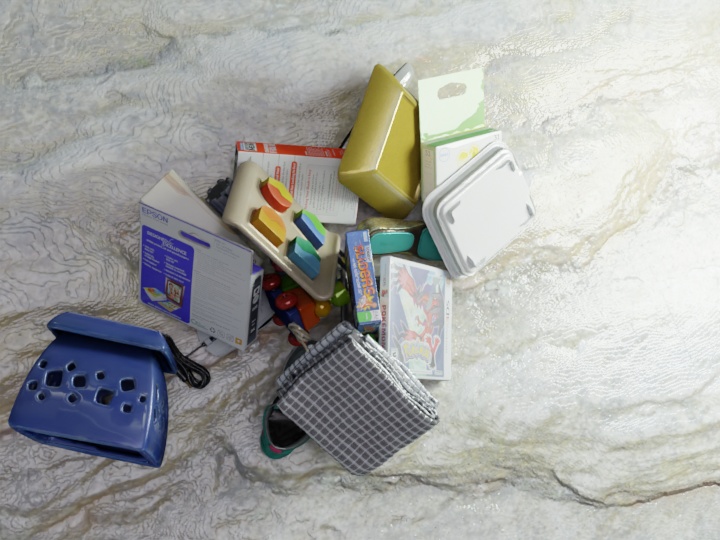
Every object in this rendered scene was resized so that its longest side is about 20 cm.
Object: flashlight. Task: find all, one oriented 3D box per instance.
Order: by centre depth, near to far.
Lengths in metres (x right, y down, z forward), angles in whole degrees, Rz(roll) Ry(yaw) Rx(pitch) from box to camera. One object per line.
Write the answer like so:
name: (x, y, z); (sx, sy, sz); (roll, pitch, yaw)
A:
flashlight: (-0.158, -0.063, 1.602); (0.068, 0.068, 0.200); (-38, 120, 17)

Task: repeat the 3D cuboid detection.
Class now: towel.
towel: (-0.007, 0.189, 1.484); (0.165, 0.086, 0.200); (-39, 108, 24)

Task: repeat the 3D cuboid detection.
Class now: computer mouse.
computer mouse: (-0.218, 0.093, 1.620); (0.200, 0.044, 0.110); (-38, 90, -13)

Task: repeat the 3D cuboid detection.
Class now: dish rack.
dish rack: (0.205, -0.095, 1.679); (0.200, 0.043, 0.172); (-40, 122, -20)

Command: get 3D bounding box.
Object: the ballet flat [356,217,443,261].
ballet flat: (0.082, -0.057, 1.684); (0.199, 0.071, 0.071); (2, 82, -28)

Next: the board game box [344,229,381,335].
board game box: (0.001, 0.024, 1.537); (0.034, 0.200, 0.136); (-8, 82, -3)

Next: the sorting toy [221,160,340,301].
sorting toy: (-0.109, -0.066, 1.536); (0.200, 0.185, 0.036); (39, 117, -20)

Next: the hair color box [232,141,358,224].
hair color box: (-0.103, -0.140, 1.641); (0.199, 0.064, 0.111); (3, 113, -12)

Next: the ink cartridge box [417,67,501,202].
ink cartridge box: (0.162, -0.216, 1.667); (0.145, 0.048, 0.201); (-18, 117, -32)

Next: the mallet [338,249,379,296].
mallet: (0.000, 0.000, 1.660); (0.066, 0.041, 0.200); (-36, 88, -16)

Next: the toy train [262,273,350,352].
toy train: (-0.064, 0.056, 1.540); (0.115, 0.200, 0.085); (-26, 122, -14)

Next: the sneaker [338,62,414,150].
sneaker: (0.043, -0.245, 1.704); (0.085, 0.073, 0.200); (34, 89, -8)

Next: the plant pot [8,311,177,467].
plant pot: (-0.374, 0.172, 1.498); (0.199, 0.200, 0.181); (11, 73, 0)

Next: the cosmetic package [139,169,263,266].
cosmetic package: (-0.248, -0.056, 1.603); (0.200, 0.105, 0.071); (46, 79, -4)

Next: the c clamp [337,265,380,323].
c clamp: (-0.004, 0.084, 1.676); (0.170, 0.027, 0.201); (-3, 82, -16)

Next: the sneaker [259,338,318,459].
sneaker: (-0.101, 0.198, 1.590); (0.083, 0.121, 0.201); (21, 80, -8)

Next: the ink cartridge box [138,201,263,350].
ink cartridge box: (-0.239, 0.002, 1.531); (0.198, 0.201, 0.043); (24, 42, 15)

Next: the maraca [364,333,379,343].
maraca: (0.009, 0.189, 1.597); (0.137, 0.107, 0.201); (-39, 134, -37)

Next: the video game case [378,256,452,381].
video game case: (0.090, 0.080, 1.625); (0.023, 0.200, 0.183); (-4, 81, 34)

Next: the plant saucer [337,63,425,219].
plant saucer: (0.060, -0.196, 1.642); (0.048, 0.200, 0.201); (12, 78, 35)
